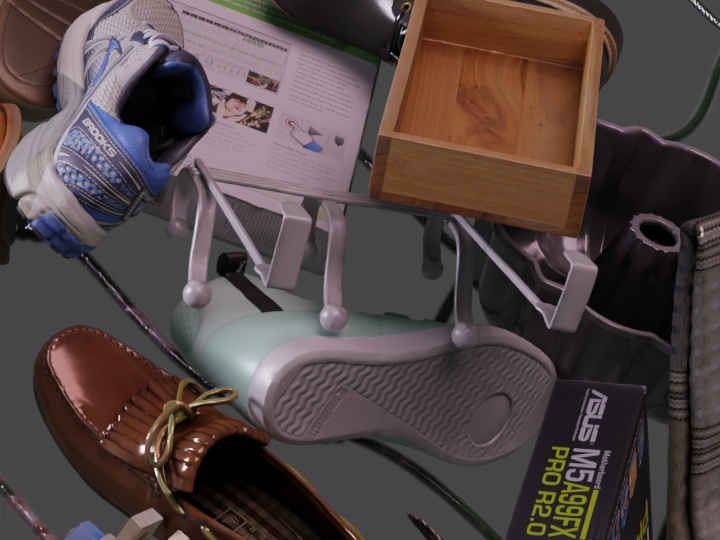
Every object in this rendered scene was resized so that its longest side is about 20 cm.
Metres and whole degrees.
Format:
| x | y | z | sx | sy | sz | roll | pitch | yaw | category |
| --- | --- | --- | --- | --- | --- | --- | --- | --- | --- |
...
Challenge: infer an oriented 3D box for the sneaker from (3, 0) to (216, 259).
| x | y | z | sx | sy | sz | roll | pitch | yaw | category |
| --- | --- | --- | --- | --- | --- | --- | --- | --- | --- |
| -0.105 | -0.082 | 1.374 | 0.077 | 0.085 | 0.200 | 51 | 27 | -25 | sneaker |

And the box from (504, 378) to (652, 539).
| x | y | z | sx | sy | sz | roll | pitch | yaw | category |
| --- | --- | --- | --- | --- | --- | --- | --- | --- | --- |
| 0.091 | 0.170 | 1.214 | 0.044 | 0.161 | 0.200 | 4 | 36 | 15 | box |

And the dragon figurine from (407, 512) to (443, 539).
| x | y | z | sx | sy | sz | roll | pitch | yaw | category |
| --- | --- | --- | --- | --- | --- | --- | --- | --- | --- |
| 0.037 | 0.161 | 1.235 | 0.058 | 0.100 | 0.201 | 7 | 42 | 5 | dragon figurine |

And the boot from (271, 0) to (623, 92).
| x | y | z | sx | sy | sz | roll | pitch | yaw | category |
| --- | --- | --- | --- | --- | --- | --- | --- | --- | --- |
| 0.031 | -0.120 | 1.489 | 0.199 | 0.078 | 0.138 | 12 | 33 | 12 | boot |

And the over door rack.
| x | y | z | sx | sy | sz | roll | pitch | yaw | category |
| --- | --- | --- | --- | --- | --- | --- | --- | --- | --- |
| 0.000 | 0.000 | 1.275 | 0.147 | 0.067 | 0.200 | 8 | 6 | -18 | over door rack |

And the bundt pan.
| x | y | z | sx | sy | sz | roll | pitch | yaw | category |
| --- | --- | --- | --- | --- | --- | --- | --- | --- | --- |
| 0.144 | 0.008 | 1.478 | 0.201 | 0.076 | 0.202 | 16 | 35 | -12 | bundt pan |

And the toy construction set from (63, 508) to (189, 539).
| x | y | z | sx | sy | sz | roll | pitch | yaw | category |
| --- | --- | --- | --- | --- | --- | --- | --- | --- | --- |
| -0.176 | 0.115 | 1.200 | 0.199 | 0.093 | 0.131 | 29 | 38 | 22 | toy construction set |

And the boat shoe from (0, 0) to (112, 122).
| x | y | z | sx | sy | sz | roll | pitch | yaw | category |
| --- | --- | --- | --- | --- | --- | --- | --- | --- | --- |
| -0.162 | -0.134 | 1.497 | 0.072 | 0.065 | 0.200 | 31 | 37 | -13 | boat shoe |

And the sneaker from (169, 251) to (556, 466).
| x | y | z | sx | sy | sz | roll | pitch | yaw | category |
| --- | --- | --- | --- | --- | --- | --- | --- | --- | --- |
| 0.001 | 0.039 | 1.384 | 0.200 | 0.074 | 0.118 | 8 | 19 | -41 | sneaker |

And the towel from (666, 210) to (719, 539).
| x | y | z | sx | sy | sz | roll | pitch | yaw | category |
| --- | --- | --- | --- | --- | --- | --- | --- | --- | --- |
| 0.232 | 0.055 | 1.402 | 0.192 | 0.201 | 0.034 | -13 | 21 | -37 | towel |

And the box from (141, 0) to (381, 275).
| x | y | z | sx | sy | sz | roll | pitch | yaw | category |
| --- | --- | --- | --- | --- | --- | --- | --- | --- | --- |
| -0.067 | -0.093 | 1.523 | 0.144 | 0.036 | 0.201 | 20 | 41 | -6 | box |

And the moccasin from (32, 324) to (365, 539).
| x | y | z | sx | sy | sz | roll | pitch | yaw | category |
| --- | --- | --- | --- | --- | --- | --- | --- | --- | --- |
| -0.072 | 0.093 | 1.279 | 0.073 | 0.078 | 0.201 | -28 | 62 | -36 | moccasin |

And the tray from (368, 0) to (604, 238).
| x | y | z | sx | sy | sz | roll | pitch | yaw | category |
| --- | --- | --- | --- | --- | --- | --- | --- | --- | --- |
| 0.064 | -0.080 | 1.349 | 0.098 | 0.037 | 0.200 | 11 | 26 | 2 | tray |

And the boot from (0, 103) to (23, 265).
| x | y | z | sx | sy | sz | roll | pitch | yaw | category |
| --- | --- | --- | --- | --- | --- | --- | --- | --- | --- |
| -0.245 | -0.027 | 1.340 | 0.154 | 0.077 | 0.201 | 8 | 39 | -3 | boot |
